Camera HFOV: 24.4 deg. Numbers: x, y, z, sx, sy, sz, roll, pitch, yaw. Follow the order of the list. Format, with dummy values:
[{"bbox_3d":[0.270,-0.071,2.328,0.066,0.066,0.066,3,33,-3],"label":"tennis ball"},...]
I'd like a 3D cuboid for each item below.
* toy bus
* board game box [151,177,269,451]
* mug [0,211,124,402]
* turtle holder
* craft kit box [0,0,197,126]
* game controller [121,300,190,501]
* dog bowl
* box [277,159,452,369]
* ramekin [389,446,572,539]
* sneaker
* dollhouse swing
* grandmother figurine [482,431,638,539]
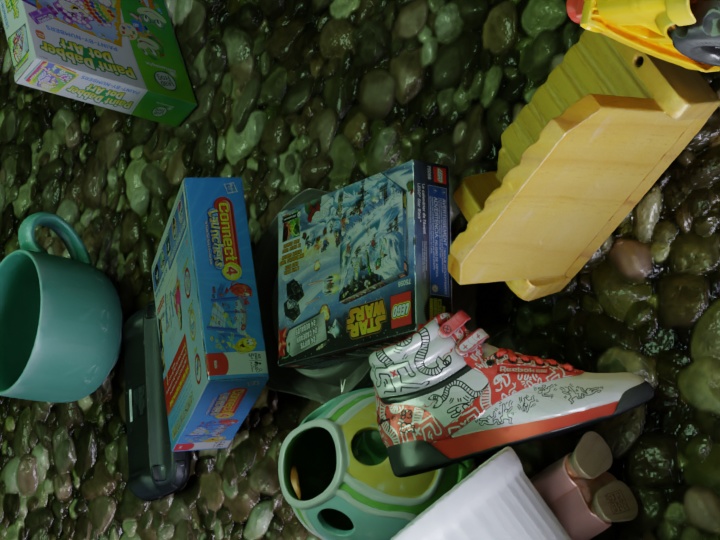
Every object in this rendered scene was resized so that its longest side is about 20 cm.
[{"bbox_3d":[0.241,-0.187,1.120,0.192,0.200,0.136,-4,73,58],"label":"toy bus"},{"bbox_3d":[-0.143,0.044,1.541,0.200,0.056,0.196,123,141,-62],"label":"board game box"},{"bbox_3d":[-0.314,0.048,1.744,0.152,0.114,0.185,35,108,52],"label":"mug"},{"bbox_3d":[0.020,0.161,1.331,0.185,0.132,0.141,4,84,49],"label":"turtle holder"},{"bbox_3d":[-0.279,-0.254,1.713,0.049,0.200,0.198,-40,55,34],"label":"craft kit box"},{"bbox_3d":[-0.206,0.129,1.676,0.104,0.042,0.200,-33,56,57],"label":"game controller"},{"bbox_3d":[-0.018,0.025,1.462,0.200,0.059,0.200,-14,70,46],"label":"dog bowl"},{"bbox_3d":[0.000,0.000,1.355,0.200,0.040,0.137,-17,69,53],"label":"box"},{"bbox_3d":[0.059,0.223,1.163,0.098,0.200,0.200,50,122,10],"label":"ramekin"},{"bbox_3d":[0.106,0.075,1.219,0.201,0.067,0.108,-16,80,1],"label":"sneaker"},{"bbox_3d":[0.129,-0.098,1.235,0.200,0.176,0.182,-53,47,28],"label":"dollhouse swing"},{"bbox_3d":[0.121,0.203,1.267,0.200,0.061,0.121,-37,64,41],"label":"grandmother figurine"}]
